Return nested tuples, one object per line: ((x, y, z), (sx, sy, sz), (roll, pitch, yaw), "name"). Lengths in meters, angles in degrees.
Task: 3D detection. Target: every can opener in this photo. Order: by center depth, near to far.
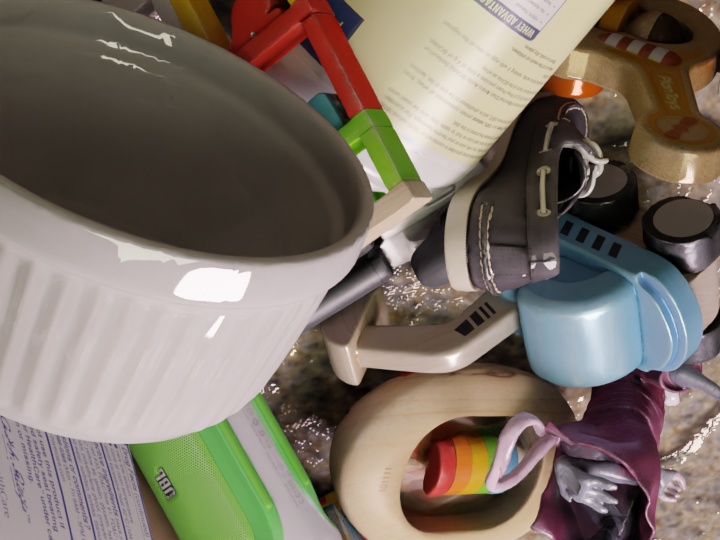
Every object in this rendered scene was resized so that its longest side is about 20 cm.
((0.000, 0.000, 0.847), (0.199, 0.067, 0.053), (-32, 128, 5), "can opener")

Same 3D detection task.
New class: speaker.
((-0.085, 0.107, 0.814), (0.088, 0.088, 0.201), (-31, 84, 5), "speaker")

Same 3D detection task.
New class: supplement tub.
((0.033, -0.134, 0.711), (0.145, 0.145, 0.200), (28, 112, -33), "supplement tub")

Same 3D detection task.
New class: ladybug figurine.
((0.061, 0.121, 0.939), (0.199, 0.072, 0.137), (7, 103, -34), "ladybug figurine")

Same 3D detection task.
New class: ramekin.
((-0.104, -0.020, 0.578), (0.199, 0.201, 0.105), (11, 121, -26), "ramekin")

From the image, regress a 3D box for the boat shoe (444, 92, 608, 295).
((0.105, -0.044, 0.776), (0.062, 0.200, 0.073), (2, 117, 24), "boat shoe")

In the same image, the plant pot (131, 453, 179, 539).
((-0.175, 0.178, 0.860), (0.199, 0.200, 0.175), (-25, 110, 0), "plant pot")

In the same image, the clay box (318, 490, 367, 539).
((-0.048, 0.234, 1.013), (0.199, 0.048, 0.115), (-29, 129, 2), "clay box")

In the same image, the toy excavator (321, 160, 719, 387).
((0.101, 0.023, 0.868), (0.200, 0.194, 0.100), (-37, 135, -27), "toy excavator")

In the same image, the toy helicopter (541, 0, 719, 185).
((0.165, -0.099, 0.747), (0.131, 0.200, 0.079), (9, 123, -4), "toy helicopter")

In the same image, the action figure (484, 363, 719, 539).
((0.163, 0.109, 0.924), (0.148, 0.200, 0.134), (22, 131, 4), "action figure")

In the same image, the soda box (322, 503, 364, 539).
((-0.002, 0.232, 0.932), (0.063, 0.069, 0.200), (-27, 141, 3), "soda box")

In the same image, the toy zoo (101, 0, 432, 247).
((-0.064, -0.085, 0.670), (0.131, 0.201, 0.020), (-34, 167, 27), "toy zoo")

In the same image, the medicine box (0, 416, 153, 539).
((-0.223, 0.139, 0.671), (0.181, 0.103, 0.200), (-29, 150, 12), "medicine box")
